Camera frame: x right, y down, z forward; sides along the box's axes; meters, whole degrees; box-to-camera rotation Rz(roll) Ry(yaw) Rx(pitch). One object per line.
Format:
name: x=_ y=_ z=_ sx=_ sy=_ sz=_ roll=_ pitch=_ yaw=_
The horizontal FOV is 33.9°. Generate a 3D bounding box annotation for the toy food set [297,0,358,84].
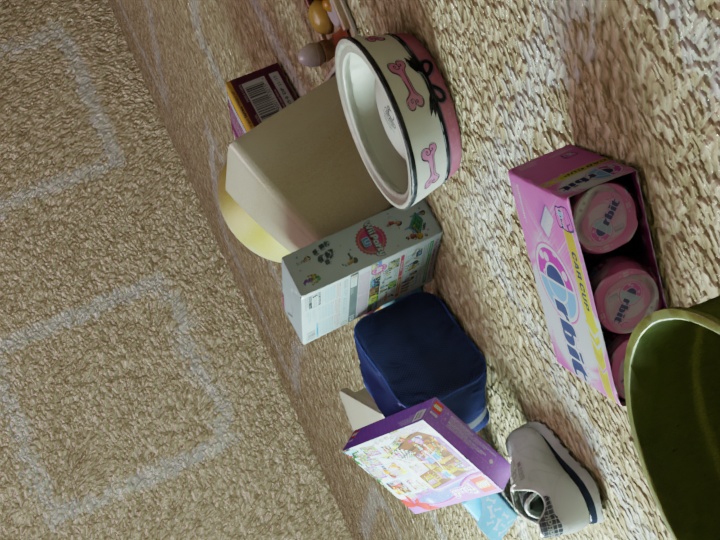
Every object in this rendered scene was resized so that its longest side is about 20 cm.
toy food set: x=-0.070 y=-0.344 z=1.535 sx=0.143 sy=0.060 sz=0.202 roll=152 pitch=95 yaw=-78

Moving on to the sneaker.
sneaker: x=0.201 y=0.236 z=1.351 sx=0.200 sy=0.080 sz=0.077 roll=-137 pitch=25 yaw=-69

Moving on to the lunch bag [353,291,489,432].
lunch bag: x=0.077 y=0.138 z=1.570 sx=0.201 sy=0.135 sz=0.133 roll=56 pitch=163 yaw=40

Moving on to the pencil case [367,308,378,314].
pencil case: x=-0.024 y=0.017 z=1.694 sx=0.088 sy=0.087 sz=0.200 roll=69 pitch=166 yaw=-10

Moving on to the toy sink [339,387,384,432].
toy sink: x=0.066 y=0.239 z=1.860 sx=0.200 sy=0.111 sz=0.132 roll=12 pitch=124 yaw=69

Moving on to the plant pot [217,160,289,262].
plant pot: x=-0.100 y=-0.133 z=1.802 sx=0.142 sy=0.198 sz=0.202 roll=-40 pitch=71 yaw=48

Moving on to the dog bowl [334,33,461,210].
dog bowl: x=0.044 y=-0.174 z=1.318 sx=0.200 sy=0.073 sz=0.202 roll=158 pitch=90 yaw=-78

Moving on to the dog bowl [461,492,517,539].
dog bowl: x=0.141 y=0.285 z=1.617 sx=0.200 sy=0.049 sz=0.112 roll=48 pitch=-179 yaw=-12

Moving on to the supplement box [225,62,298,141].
supplement box: x=-0.151 y=-0.224 z=1.987 sx=0.132 sy=0.102 sz=0.201 roll=61 pitch=165 yaw=27

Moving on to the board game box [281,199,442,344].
board game box: x=0.000 y=0.000 z=1.510 sx=0.065 sy=0.198 sz=0.148 roll=60 pitch=165 yaw=21

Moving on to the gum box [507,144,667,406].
gum box: x=0.197 y=0.007 z=0.993 sx=0.113 sy=0.065 sz=0.202 roll=-138 pitch=28 yaw=-66

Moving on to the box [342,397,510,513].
box: x=0.081 y=0.236 z=1.484 sx=0.137 sy=0.039 sz=0.200 roll=42 pitch=146 yaw=-12

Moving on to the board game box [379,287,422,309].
board game box: x=0.055 y=0.056 z=1.732 sx=0.151 sy=0.046 sz=0.202 roll=-141 pitch=30 yaw=-65

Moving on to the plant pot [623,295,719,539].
plant pot: x=0.260 y=0.075 z=0.554 sx=0.200 sy=0.191 sz=0.203 roll=158 pitch=90 yaw=-77

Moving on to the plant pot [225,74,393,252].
plant pot: x=-0.049 y=-0.117 z=1.571 sx=0.178 sy=0.199 sz=0.200 roll=55 pitch=166 yaw=7
